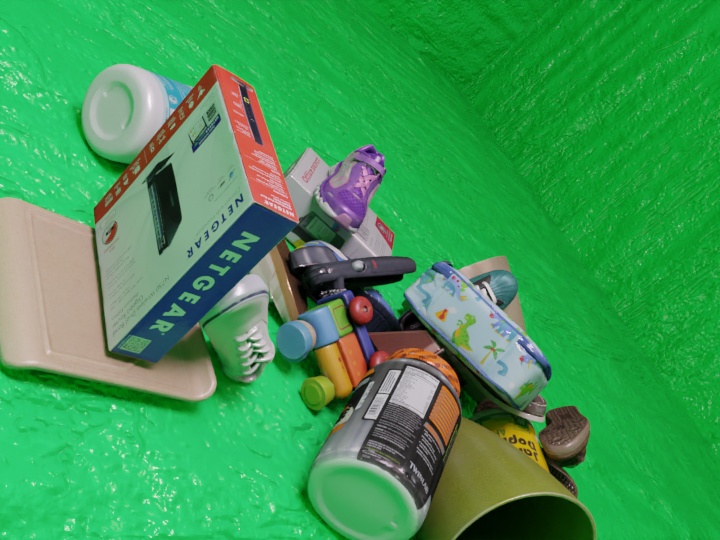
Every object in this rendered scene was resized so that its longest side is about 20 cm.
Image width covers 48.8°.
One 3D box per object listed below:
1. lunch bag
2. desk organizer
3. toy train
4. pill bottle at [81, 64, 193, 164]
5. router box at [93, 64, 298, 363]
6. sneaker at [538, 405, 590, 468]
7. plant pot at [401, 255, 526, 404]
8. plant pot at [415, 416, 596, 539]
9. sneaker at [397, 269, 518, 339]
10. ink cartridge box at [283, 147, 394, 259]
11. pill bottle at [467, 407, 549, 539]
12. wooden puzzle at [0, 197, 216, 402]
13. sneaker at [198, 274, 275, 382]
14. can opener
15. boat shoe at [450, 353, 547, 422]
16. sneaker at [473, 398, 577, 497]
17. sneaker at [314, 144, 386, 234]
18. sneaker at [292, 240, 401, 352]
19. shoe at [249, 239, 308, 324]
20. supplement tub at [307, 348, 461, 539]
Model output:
[{"bbox_3d":[0.151,0.084,1.015,0.200,0.082,0.161,44,-1,26],"label":"lunch bag"},{"bbox_3d":[0.079,0.121,1.063,0.077,0.072,0.200,56,2,25],"label":"desk organizer"},{"bbox_3d":[-0.022,0.134,0.934,0.116,0.085,0.200,-23,94,-51],"label":"toy train"},{"bbox_3d":[-0.232,-0.175,0.976,0.111,0.111,0.200,57,21,18],"label":"pill bottle"},{"bbox_3d":[-0.153,-0.050,0.696,0.049,0.200,0.180,24,33,-42],"label":"router box"},{"bbox_3d":[0.296,0.246,1.118,0.200,0.070,0.076,-14,87,-73],"label":"sneaker"},{"bbox_3d":[0.192,0.107,1.278,0.187,0.187,0.200,-1,65,-64],"label":"plant pot"},{"bbox_3d":[0.132,0.261,0.902,0.187,0.187,0.200,37,10,-29],"label":"plant pot"},{"bbox_3d":[0.142,0.058,1.161,0.071,0.200,0.080,63,2,6],"label":"sneaker"},{"bbox_3d":[-0.046,-0.073,1.207,0.200,0.086,0.148,43,22,-11],"label":"ink cartridge box"},{"bbox_3d":[0.195,0.285,1.037,0.113,0.113,0.200,38,24,-26],"label":"pill bottle"},{"bbox_3d":[-0.237,0.032,0.725,0.200,0.037,0.185,19,36,-45],"label":"wooden puzzle"},{"bbox_3d":[-0.110,0.061,0.766,0.071,0.073,0.200,58,-12,13],"label":"sneaker"},{"bbox_3d":[0.000,0.000,1.034,0.200,0.063,0.079,-2,75,-40],"label":"can opener"},{"bbox_3d":[0.197,0.145,1.118,0.072,0.060,0.200,20,10,-29],"label":"boat shoe"},{"bbox_3d":[0.242,0.281,1.213,0.200,0.070,0.076,49,-6,6],"label":"sneaker"},{"bbox_3d":[-0.005,-0.127,1.142,0.080,0.088,0.200,44,25,-16],"label":"sneaker"},{"bbox_3d":[-0.013,0.031,1.114,0.200,0.074,0.082,48,19,-8],"label":"sneaker"},{"bbox_3d":[-0.117,-0.011,1.010,0.200,0.053,0.070,69,11,18],"label":"shoe"},{"bbox_3d":[0.035,0.176,0.835,0.123,0.123,0.200,47,35,-7],"label":"supplement tub"}]
